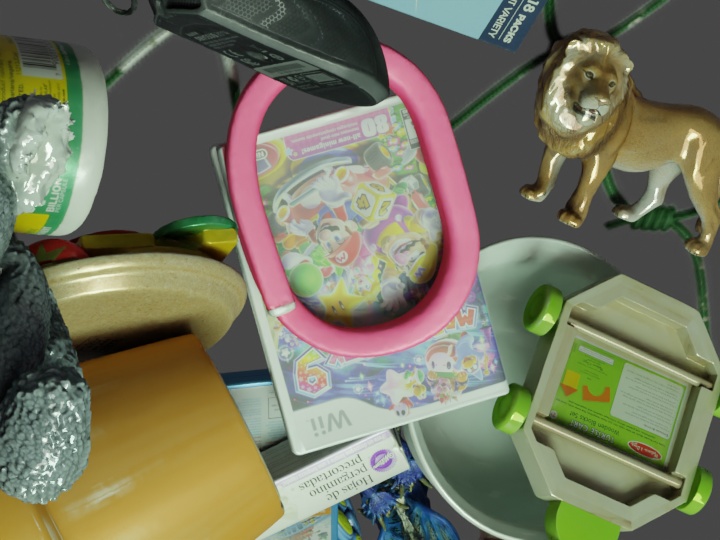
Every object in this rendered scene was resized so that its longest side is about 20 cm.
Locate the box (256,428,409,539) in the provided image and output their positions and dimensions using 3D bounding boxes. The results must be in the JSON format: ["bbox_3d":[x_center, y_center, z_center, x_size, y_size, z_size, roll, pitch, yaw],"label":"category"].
[{"bbox_3d":[-0.067,0.147,1.561,0.200,0.041,0.039,-26,122,2],"label":"box"}]

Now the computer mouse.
[{"bbox_3d":[-0.063,-0.152,1.382,0.200,0.138,0.053,23,80,-28],"label":"computer mouse"}]

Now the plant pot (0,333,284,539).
[{"bbox_3d":[-0.153,0.133,1.460,0.183,0.200,0.200,-27,132,-6],"label":"plant pot"}]

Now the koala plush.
[{"bbox_3d":[-0.228,-0.005,1.280,0.177,0.184,0.200,-2,119,2],"label":"koala plush"}]

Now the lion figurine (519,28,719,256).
[{"bbox_3d":[0.180,-0.085,1.560,0.200,0.072,0.123,9,112,-42],"label":"lion figurine"}]

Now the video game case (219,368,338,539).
[{"bbox_3d":[-0.086,0.155,1.596,0.143,0.018,0.200,-6,121,-10],"label":"video game case"}]

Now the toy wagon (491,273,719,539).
[{"bbox_3d":[0.158,0.105,1.567,0.155,0.040,0.200,25,75,-19],"label":"toy wagon"}]

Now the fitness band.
[{"bbox_3d":[-0.006,-0.044,1.478,0.143,0.037,0.200,-17,100,-6],"label":"fitness band"}]

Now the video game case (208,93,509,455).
[{"bbox_3d":[0.000,0.000,1.514,0.143,0.018,0.200,-16,96,-8],"label":"video game case"}]

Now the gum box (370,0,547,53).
[{"bbox_3d":[0.046,-0.231,1.400,0.200,0.045,0.170,16,120,-29],"label":"gum box"}]

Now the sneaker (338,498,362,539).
[{"bbox_3d":[-0.080,0.150,1.648,0.199,0.071,0.083,29,116,-29],"label":"sneaker"}]

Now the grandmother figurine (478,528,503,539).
[{"bbox_3d":[0.093,0.213,1.669,0.060,0.200,0.121,3,127,11],"label":"grandmother figurine"}]

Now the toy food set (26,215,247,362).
[{"bbox_3d":[-0.164,0.025,1.481,0.198,0.049,0.200,-3,157,-25],"label":"toy food set"}]

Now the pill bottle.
[{"bbox_3d":[-0.252,-0.082,1.366,0.200,0.113,0.113,5,125,-24],"label":"pill bottle"}]

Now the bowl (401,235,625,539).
[{"bbox_3d":[0.102,0.082,1.615,0.201,0.090,0.201,3,82,-23],"label":"bowl"}]

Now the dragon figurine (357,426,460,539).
[{"bbox_3d":[0.032,0.175,1.682,0.059,0.099,0.200,-23,131,-1],"label":"dragon figurine"}]
